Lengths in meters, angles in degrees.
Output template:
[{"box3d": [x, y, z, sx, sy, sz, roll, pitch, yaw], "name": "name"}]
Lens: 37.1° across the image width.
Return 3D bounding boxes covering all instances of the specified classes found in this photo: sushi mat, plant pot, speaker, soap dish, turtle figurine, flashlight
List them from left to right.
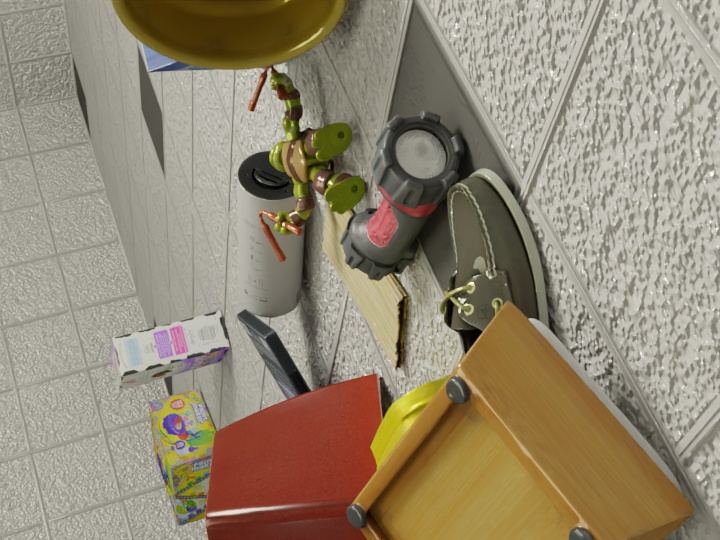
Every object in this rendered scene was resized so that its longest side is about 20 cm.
[{"box3d": [-0.114, -0.307, 0.914, 0.201, 0.197, 0.192, 113, 154, -62], "name": "plant pot"}, {"box3d": [-0.104, -0.039, 1.240, 0.202, 0.080, 0.082, 96, 154, -47], "name": "speaker"}, {"box3d": [-0.057, 0.246, 1.062, 0.201, 0.173, 0.203, -95, 1, -60], "name": "plant pot"}, {"box3d": [-0.051, -0.099, 1.060, 0.161, 0.063, 0.204, 22, 115, 60], "name": "turtle figurine"}, {"box3d": [0.000, 0.000, 1.058, 0.201, 0.012, 0.097, -122, 25, -45], "name": "sushi mat"}, {"box3d": [0.024, -0.052, 0.855, 0.200, 0.067, 0.069, 125, 127, -66], "name": "flashlight"}, {"box3d": [0.084, 0.143, 0.660, 0.158, 0.081, 0.201, 50, 135, 20], "name": "soap dish"}]

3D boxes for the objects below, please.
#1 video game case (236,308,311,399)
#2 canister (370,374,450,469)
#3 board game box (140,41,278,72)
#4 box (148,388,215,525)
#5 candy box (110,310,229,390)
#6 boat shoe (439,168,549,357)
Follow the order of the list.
[{"box3d": [-0.079, 0.145, 1.298, 0.202, 0.019, 0.143, 60, 167, -17], "name": "video game case"}, {"box3d": [0.087, 0.198, 0.819, 0.149, 0.085, 0.202, 109, 142, -60], "name": "canister"}, {"box3d": [-0.155, -0.300, 1.054, 0.043, 0.198, 0.204, -10, 95, 29], "name": "board game box"}, {"box3d": [-0.376, 0.407, 2.352, 0.201, 0.120, 0.195, -123, 27, -46], "name": "box"}, {"box3d": [-0.347, 0.146, 1.936, 0.168, 0.197, 0.073, 135, 118, -69], "name": "candy box"}, {"box3d": [0.090, 0.035, 0.727, 0.072, 0.059, 0.205, 168, 88, -72], "name": "boat shoe"}]
